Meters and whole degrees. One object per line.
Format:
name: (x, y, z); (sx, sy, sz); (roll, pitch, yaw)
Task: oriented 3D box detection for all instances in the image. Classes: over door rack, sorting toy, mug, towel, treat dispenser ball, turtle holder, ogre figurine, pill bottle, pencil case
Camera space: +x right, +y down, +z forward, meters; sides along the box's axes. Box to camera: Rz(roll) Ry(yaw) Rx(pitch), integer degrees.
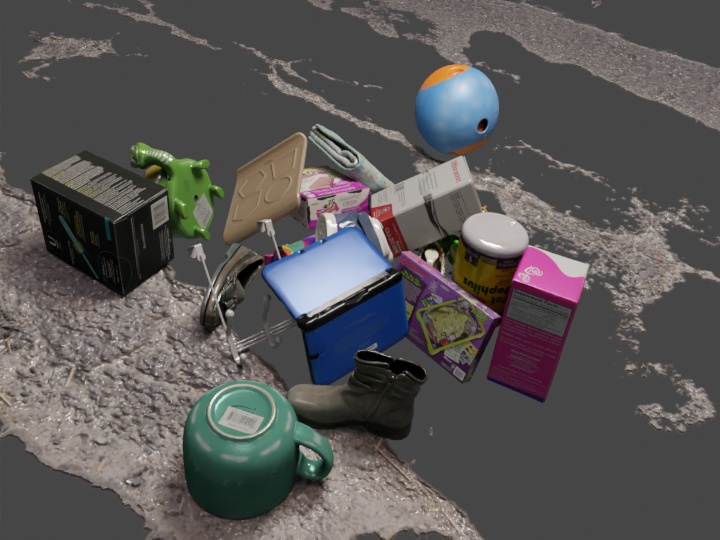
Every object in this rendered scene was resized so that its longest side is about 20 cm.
over door rack: (-0.167, 0.025, 1.106); (0.145, 0.066, 0.204); (-21, 85, -34)
sorting toy: (-0.176, -0.153, 1.340); (0.182, 0.036, 0.203); (-26, 43, 25)
mug: (-0.139, 0.214, 0.908); (0.181, 0.117, 0.152); (-16, 43, -26)
towel: (-0.008, -0.218, 1.448); (0.170, 0.049, 0.200); (30, 13, -46)
treat dispenser ball: (0.224, -0.373, 1.638); (0.195, 0.205, 0.203); (5, 38, -3)
turtle holder: (-0.346, -0.135, 1.269); (0.128, 0.145, 0.185); (4, -7, 20)
ogre figurine: (0.201, -0.060, 1.332); (0.118, 0.100, 0.199); (-28, 16, -20)
pill bottle: (0.200, 0.017, 1.142); (0.106, 0.204, 0.111); (4, 37, -3)
pencil case: (-0.069, -0.031, 1.257); (0.197, 0.090, 0.088); (-20, 45, -33)

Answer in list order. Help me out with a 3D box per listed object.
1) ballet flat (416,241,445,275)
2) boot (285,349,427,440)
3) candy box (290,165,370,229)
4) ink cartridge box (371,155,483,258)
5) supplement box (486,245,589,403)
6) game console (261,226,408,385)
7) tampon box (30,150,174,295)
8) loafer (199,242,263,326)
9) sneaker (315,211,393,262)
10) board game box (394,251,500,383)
ballet flat: (0.116, 0.016, 1.242); (0.073, 0.065, 0.202); (9, 39, 0)
boot: (-0.008, 0.159, 0.986); (0.194, 0.133, 0.068); (10, 37, 3)
candy box: (-0.082, -0.148, 1.373); (0.133, 0.063, 0.199); (-14, 25, -25)
ink cartridge box: (0.123, -0.119, 1.309); (0.196, 0.085, 0.145); (-23, 24, 12)
supplement box: (0.269, 0.082, 1.072); (0.101, 0.204, 0.101); (20, 39, 17)
game console: (-0.036, 0.053, 1.103); (0.197, 0.175, 0.117); (-26, 31, -32)
tampon box: (-0.438, -0.086, 1.205); (0.197, 0.153, 0.126); (25, 41, 21)
loafer: (-0.213, 0.022, 1.178); (0.061, 0.073, 0.202); (14, 36, -1)
sneaker: (0.000, 0.000, 1.196); (0.143, 0.080, 0.206); (4, 73, -28)
board game box: (0.121, 0.072, 1.128); (0.032, 0.122, 0.199); (-9, 38, -47)
